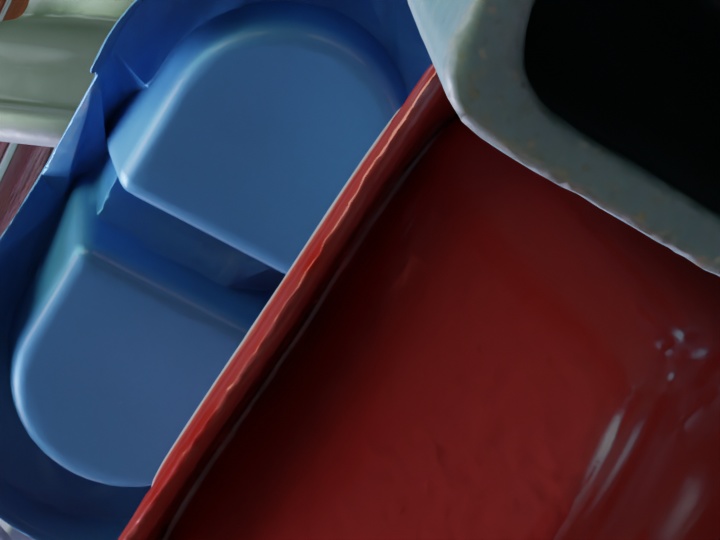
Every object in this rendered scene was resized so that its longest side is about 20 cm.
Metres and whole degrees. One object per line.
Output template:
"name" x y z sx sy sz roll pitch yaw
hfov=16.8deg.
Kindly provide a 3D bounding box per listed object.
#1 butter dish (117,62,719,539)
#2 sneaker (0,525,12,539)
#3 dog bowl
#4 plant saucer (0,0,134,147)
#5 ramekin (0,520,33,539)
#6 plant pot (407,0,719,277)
"butter dish" 0.058 0.050 0.619 0.200 0.148 0.199 -55 -24 21
"sneaker" -0.121 0.165 0.954 0.086 0.201 0.075 -30 -1 43
"dog bowl" -0.043 -0.010 0.686 0.201 0.111 0.050 -57 15 23
"plant saucer" -0.058 -0.062 0.799 0.200 0.199 0.051 -166 81 -72
"ramekin" -0.108 0.080 1.101 0.201 0.105 0.201 -54 20 30
"plant pot" 0.122 -0.088 0.493 0.197 0.196 0.200 -58 17 7
